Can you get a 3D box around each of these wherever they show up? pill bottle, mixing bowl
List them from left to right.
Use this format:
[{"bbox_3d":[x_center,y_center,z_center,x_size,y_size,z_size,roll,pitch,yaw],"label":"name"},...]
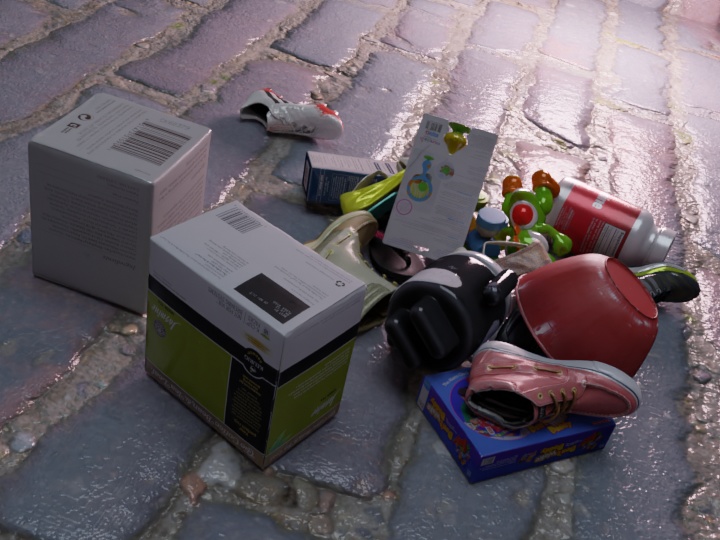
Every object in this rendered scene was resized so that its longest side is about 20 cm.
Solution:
[{"bbox_3d":[0.307,0.054,1.099,0.200,0.108,0.201,32,33,-24],"label":"mixing bowl"},{"bbox_3d":[0.398,-0.064,1.386,0.199,0.113,0.112,27,36,18],"label":"pill bottle"}]

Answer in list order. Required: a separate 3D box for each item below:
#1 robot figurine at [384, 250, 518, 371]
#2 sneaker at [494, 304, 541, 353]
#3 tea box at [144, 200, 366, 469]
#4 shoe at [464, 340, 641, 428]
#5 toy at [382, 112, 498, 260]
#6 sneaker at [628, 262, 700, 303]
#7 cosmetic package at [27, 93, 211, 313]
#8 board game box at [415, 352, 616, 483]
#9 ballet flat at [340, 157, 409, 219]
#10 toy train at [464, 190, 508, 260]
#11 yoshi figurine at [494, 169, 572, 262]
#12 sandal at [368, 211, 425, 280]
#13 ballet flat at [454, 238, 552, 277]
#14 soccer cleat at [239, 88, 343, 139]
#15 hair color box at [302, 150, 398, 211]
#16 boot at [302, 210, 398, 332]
[{"bbox_3d":[0.113,0.052,1.085,0.150,0.125,0.200,16,27,27],"label":"robot figurine"},{"bbox_3d":[0.252,0.080,1.169,0.087,0.075,0.200,34,38,19],"label":"sneaker"},{"bbox_3d":[-0.122,0.067,0.944,0.200,0.197,0.133,33,40,25],"label":"tea box"},{"bbox_3d":[0.220,0.147,0.987,0.199,0.072,0.091,15,35,10],"label":"shoe"},{"bbox_3d":[0.118,-0.118,1.263,0.115,0.201,0.047,18,3,8],"label":"toy"},{"bbox_3d":[0.423,0.038,1.301,0.199,0.074,0.081,0,45,-9],"label":"sneaker"},{"bbox_3d":[-0.304,-0.087,1.095,0.164,0.201,0.165,19,35,7],"label":"cosmetic package"},{"bbox_3d":[0.187,0.171,1.038,0.199,0.045,0.135,-6,39,-27],"label":"board game box"},{"bbox_3d":[0.057,-0.135,1.314,0.199,0.067,0.067,-28,64,-10],"label":"ballet flat"},{"bbox_3d":[0.162,-0.078,1.319,0.084,0.116,0.200,1,37,-18],"label":"toy train"},{"bbox_3d":[0.263,-0.049,1.316,0.112,0.112,0.201,17,54,-12],"label":"yoshi figurine"},{"bbox_3d":[0.045,-0.052,1.304,0.075,0.045,0.200,0,37,-21],"label":"sandal"},{"bbox_3d":[0.168,-0.004,1.214,0.199,0.068,0.068,-12,-7,-2],"label":"ballet flat"},{"bbox_3d":[-0.125,-0.272,1.545,0.199,0.069,0.085,24,44,20],"label":"soccer cleat"},{"bbox_3d":[0.010,-0.141,1.390,0.199,0.061,0.100,6,22,-11],"label":"hair color box"},{"bbox_3d":[0.000,0.000,1.193,0.154,0.072,0.200,31,43,24],"label":"boot"}]
